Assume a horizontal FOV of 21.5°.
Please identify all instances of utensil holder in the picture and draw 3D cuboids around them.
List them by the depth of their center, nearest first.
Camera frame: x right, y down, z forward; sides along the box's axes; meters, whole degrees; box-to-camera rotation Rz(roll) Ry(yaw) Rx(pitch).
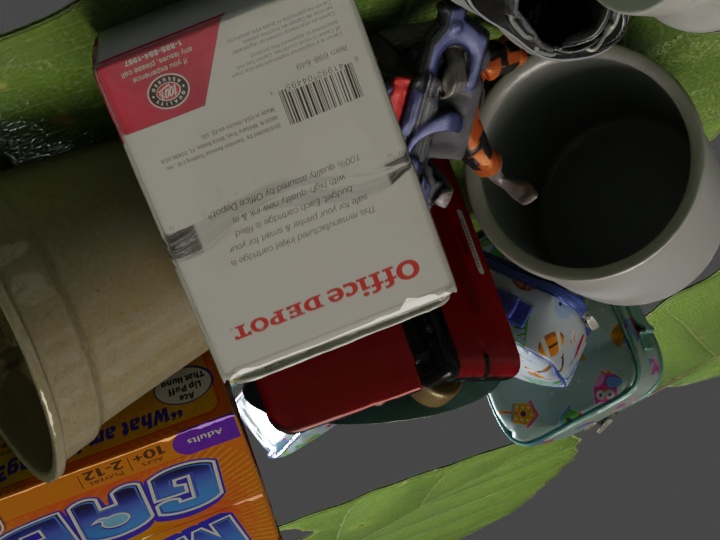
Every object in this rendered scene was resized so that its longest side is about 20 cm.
[{"bbox_3d":[0.182,-0.064,1.398,0.169,0.171,0.200,-25,166,14],"label":"utensil holder"}]

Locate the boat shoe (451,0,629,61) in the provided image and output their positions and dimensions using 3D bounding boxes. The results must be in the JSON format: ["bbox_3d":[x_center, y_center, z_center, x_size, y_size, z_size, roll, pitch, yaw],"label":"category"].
[{"bbox_3d":[0.125,-0.160,1.148,0.200,0.068,0.072,15,106,-59],"label":"boat shoe"}]

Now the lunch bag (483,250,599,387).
[{"bbox_3d":[0.098,0.024,1.549,0.076,0.199,0.160,-64,163,-8],"label":"lunch bag"}]

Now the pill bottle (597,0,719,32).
[{"bbox_3d":[0.224,-0.197,1.105,0.199,0.117,0.116,-6,158,-40],"label":"pill bottle"}]

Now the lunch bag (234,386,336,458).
[{"bbox_3d":[-0.022,0.089,1.743,0.160,0.083,0.200,-34,172,-28],"label":"lunch bag"}]

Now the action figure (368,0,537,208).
[{"bbox_3d":[0.038,-0.087,1.229,0.193,0.104,0.201,4,113,-43],"label":"action figure"}]

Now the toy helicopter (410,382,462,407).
[{"bbox_3d":[0.045,0.008,1.388,0.132,0.201,0.079,12,145,-36],"label":"toy helicopter"}]

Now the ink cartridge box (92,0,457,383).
[{"bbox_3d":[-0.046,-0.058,1.058,0.145,0.201,0.085,-21,-158,0],"label":"ink cartridge box"}]

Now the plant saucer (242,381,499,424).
[{"bbox_3d":[0.008,0.068,1.437,0.198,0.036,0.200,-3,-165,1],"label":"plant saucer"}]

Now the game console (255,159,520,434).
[{"bbox_3d":[0.000,0.000,1.307,0.118,0.201,0.172,-26,165,27],"label":"game console"}]

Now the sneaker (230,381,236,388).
[{"bbox_3d":[-0.105,0.065,1.530,0.079,0.078,0.200,-19,166,-40],"label":"sneaker"}]

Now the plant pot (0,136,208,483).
[{"bbox_3d":[-0.157,-0.001,1.174,0.183,0.201,0.201,-27,167,-23],"label":"plant pot"}]

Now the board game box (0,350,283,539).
[{"bbox_3d":[-0.186,0.110,1.328,0.199,0.201,0.200,-19,142,-4],"label":"board game box"}]

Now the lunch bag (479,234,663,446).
[{"bbox_3d":[0.175,0.049,1.687,0.160,0.201,0.077,-29,164,20],"label":"lunch bag"}]
